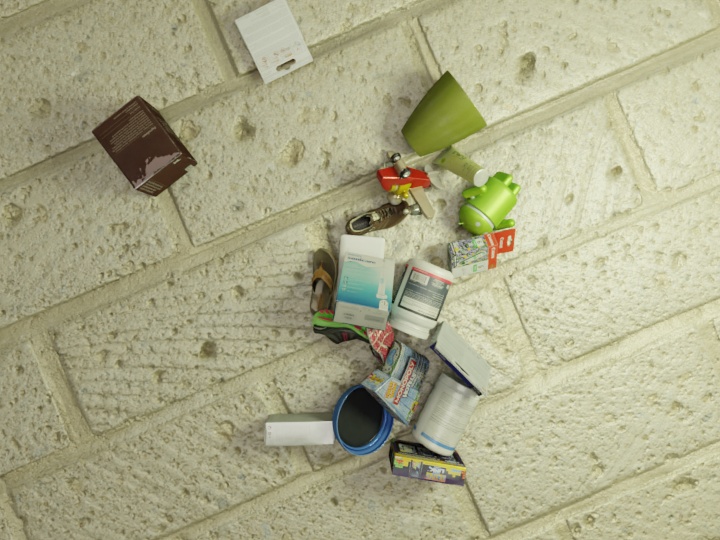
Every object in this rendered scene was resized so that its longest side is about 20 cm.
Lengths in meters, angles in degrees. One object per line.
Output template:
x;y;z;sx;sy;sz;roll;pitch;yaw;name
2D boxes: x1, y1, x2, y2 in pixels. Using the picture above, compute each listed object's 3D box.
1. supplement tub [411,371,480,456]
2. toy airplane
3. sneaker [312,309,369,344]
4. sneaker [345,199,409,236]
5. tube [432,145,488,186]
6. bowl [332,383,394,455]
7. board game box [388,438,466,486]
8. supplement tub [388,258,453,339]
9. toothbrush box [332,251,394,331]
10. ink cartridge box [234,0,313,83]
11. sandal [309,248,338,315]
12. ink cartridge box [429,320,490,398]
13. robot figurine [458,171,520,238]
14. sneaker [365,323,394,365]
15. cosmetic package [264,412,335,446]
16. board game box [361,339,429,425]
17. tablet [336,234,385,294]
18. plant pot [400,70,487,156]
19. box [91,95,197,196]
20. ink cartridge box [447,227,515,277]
0.243;0.405;1.650;0.131;0.132;0.201;27;91;0;supplement tub
0.133;-0.241;1.640;0.199;0.200;0.141;35;122;-9;toy airplane
-0.045;0.171;1.686;0.199;0.077;0.084;18;129;-9;sneaker
0.052;-0.147;1.672;0.199;0.076;0.071;-24;90;1;sneaker
0.279;-0.294;1.631;0.058;0.200;0.052;-9;123;-24;tube
0.007;0.418;1.649;0.199;0.039;0.202;0;90;-35;bowl
0.183;0.537;1.635;0.198;0.165;0.057;10;90;0;board game box
0.166;0.078;1.642;0.139;0.140;0.201;21;91;0;supplement tub
0.011;0.053;1.585;0.145;0.201;0.086;10;134;-3;toothbrush box
-0.249;-0.662;1.686;0.162;0.057;0.201;-26;99;0;ink cartridge box
-0.113;0.037;1.677;0.080;0.054;0.202;9;93;16;sandal
0.276;0.252;1.617;0.200;0.200;0.041;45;112;0;ink cartridge box
0.361;-0.183;1.651;0.200;0.116;0.175;-49;121;0;robot figurine
0.052;0.205;1.633;0.081;0.074;0.201;-43;127;-27;sneaker
-0.168;0.454;1.667;0.198;0.102;0.075;0;91;1;cosmetic package
0.100;0.305;1.611;0.061;0.200;0.201;18;79;44;board game box
0.000;0.000;1.687;0.129;0.014;0.202;5;102;0;tablet
0.219;-0.418;1.634;0.200;0.187;0.188;-37;90;15;plant pot
-0.595;-0.341;1.625;0.164;0.166;0.200;-37;90;-1;box
0.348;-0.049;1.655;0.198;0.109;0.051;-13;52;1;ink cartridge box
